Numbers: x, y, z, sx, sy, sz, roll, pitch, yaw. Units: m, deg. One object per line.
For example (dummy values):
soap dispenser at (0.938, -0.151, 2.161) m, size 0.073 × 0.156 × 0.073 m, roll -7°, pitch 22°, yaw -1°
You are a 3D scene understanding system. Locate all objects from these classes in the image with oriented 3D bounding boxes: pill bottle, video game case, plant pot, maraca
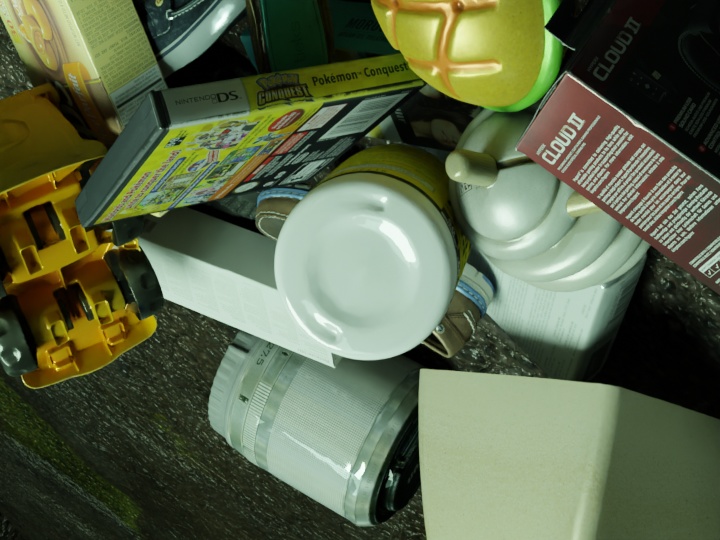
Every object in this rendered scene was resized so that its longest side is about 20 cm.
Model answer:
pill bottle at (0.017, -0.023, 0.819) m, size 0.111 × 0.112 × 0.200 m, roll 37°, pitch -163°, yaw -1°
video game case at (-0.077, -0.082, 0.811) m, size 0.200 × 0.179 × 0.026 m, roll -31°, pitch 76°, yaw 61°
plant pot at (0.160, 0.187, 0.955) m, size 0.198 × 0.180 × 0.198 m, roll 20°, pitch 167°, yaw -38°
maraca at (0.049, -0.181, 0.684) m, size 0.202 × 0.106 × 0.137 m, roll 64°, pitch 151°, yaw 2°

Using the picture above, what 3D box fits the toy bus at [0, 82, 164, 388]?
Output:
toy bus at (-0.253, -0.041, 0.962) m, size 0.192 × 0.134 × 0.202 m, roll 50°, pitch 158°, yaw 39°

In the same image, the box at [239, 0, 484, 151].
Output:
box at (0.016, -0.133, 0.852) m, size 0.198 × 0.049 × 0.083 m, roll 15°, pitch 146°, yaw 38°

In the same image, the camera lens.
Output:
camera lens at (-0.026, 0.136, 1.203) m, size 0.198 × 0.161 × 0.161 m, roll 26°, pitch 152°, yaw 20°

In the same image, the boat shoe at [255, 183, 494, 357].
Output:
boat shoe at (0.000, 0.000, 0.953) m, size 0.198 × 0.073 × 0.073 m, roll 24°, pitch 156°, yaw 12°

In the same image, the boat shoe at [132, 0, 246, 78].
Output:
boat shoe at (-0.141, -0.199, 0.916) m, size 0.091 × 0.071 × 0.199 m, roll 51°, pitch 147°, yaw -14°

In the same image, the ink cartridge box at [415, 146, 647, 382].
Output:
ink cartridge box at (0.113, -0.022, 0.937) m, size 0.200 × 0.057 × 0.163 m, roll 49°, pitch 159°, yaw 24°

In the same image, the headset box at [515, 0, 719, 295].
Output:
headset box at (0.184, -0.082, 0.619) m, size 0.199 × 0.149 × 0.077 m, roll 34°, pitch 153°, yaw 3°

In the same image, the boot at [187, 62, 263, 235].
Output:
boot at (-0.140, -0.118, 1.032) m, size 0.209 × 0.080 × 0.158 m, roll 31°, pitch 156°, yaw 3°

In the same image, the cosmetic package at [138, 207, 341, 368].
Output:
cosmetic package at (-0.099, 0.007, 1.054) m, size 0.198 × 0.051 × 0.083 m, roll 21°, pitch 144°, yaw 23°

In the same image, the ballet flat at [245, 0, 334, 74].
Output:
ballet flat at (-0.052, -0.210, 0.782) m, size 0.072 × 0.067 × 0.203 m, roll -122°, pitch 21°, yaw -59°

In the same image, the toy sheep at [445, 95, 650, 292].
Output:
toy sheep at (0.122, -0.052, 0.750) m, size 0.137 × 0.140 × 0.198 m, roll 6°, pitch 174°, yaw 45°

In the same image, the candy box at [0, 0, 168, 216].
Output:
candy box at (-0.200, -0.146, 0.943) m, size 0.115 × 0.055 × 0.202 m, roll 18°, pitch 138°, yaw 45°
